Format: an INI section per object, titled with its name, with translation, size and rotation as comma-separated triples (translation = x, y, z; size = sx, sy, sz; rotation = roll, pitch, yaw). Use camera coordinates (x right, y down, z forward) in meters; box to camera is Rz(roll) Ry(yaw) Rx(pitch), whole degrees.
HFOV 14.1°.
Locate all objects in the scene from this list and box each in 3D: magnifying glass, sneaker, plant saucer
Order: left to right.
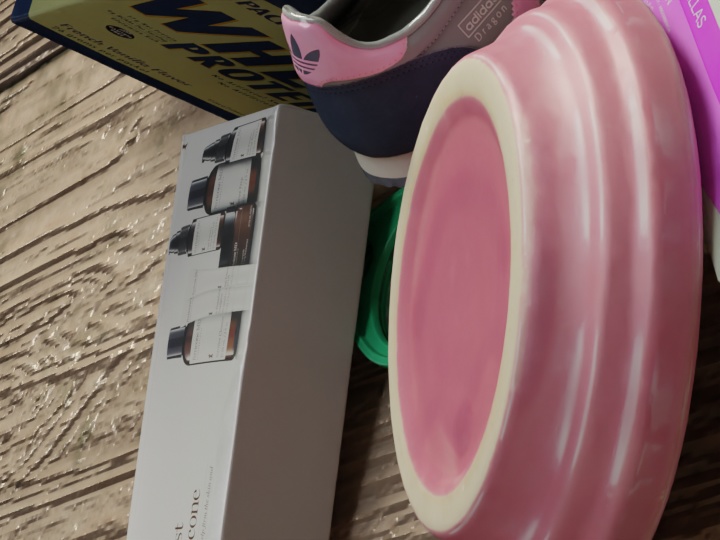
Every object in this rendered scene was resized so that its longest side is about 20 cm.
[magnifying glass]
translation = 0.000, 0.000, 1.126
size = 0.200, 0.022, 0.080
rotation = 3, 73, 59
[sneaker]
translation = 0.052, -0.126, 1.016
size = 0.070, 0.082, 0.200
rotation = 22, 70, 48
[plant saucer]
translation = 0.051, 0.009, 0.924
size = 0.200, 0.051, 0.202
rotation = -175, 90, -75

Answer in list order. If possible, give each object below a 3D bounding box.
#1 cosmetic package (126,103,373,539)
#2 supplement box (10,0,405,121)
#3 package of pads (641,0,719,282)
[cosmetic package]
translation = -0.045, 0.043, 1.108
size = 0.082, 0.050, 0.201
rotation = -14, 66, 60
[supplement box]
translation = -0.013, -0.173, 1.151
size = 0.199, 0.134, 0.201
rotation = -5, 66, 59
[package of pads]
translation = 0.154, -0.096, 0.875
size = 0.155, 0.068, 0.200
rotation = -51, 32, 28
